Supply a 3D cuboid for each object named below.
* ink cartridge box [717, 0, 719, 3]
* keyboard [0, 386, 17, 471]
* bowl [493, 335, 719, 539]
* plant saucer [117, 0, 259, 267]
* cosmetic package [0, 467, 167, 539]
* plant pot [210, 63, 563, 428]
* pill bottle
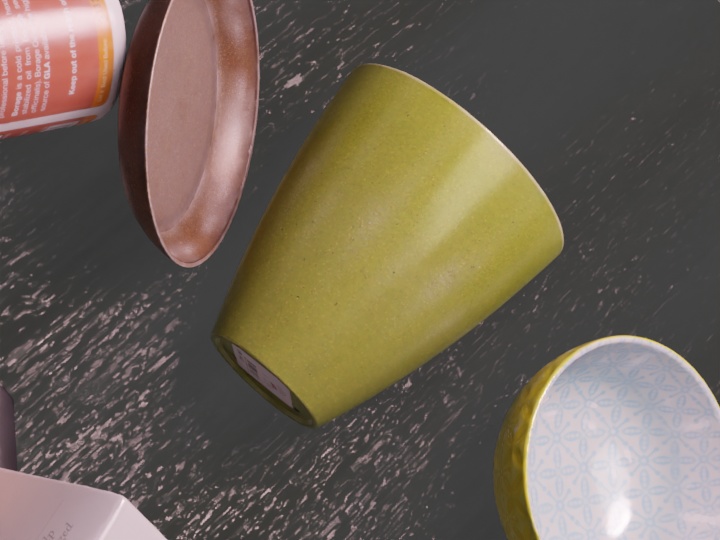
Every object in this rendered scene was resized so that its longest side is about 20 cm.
[{"bbox_3d":[0.371,-0.235,1.545,0.176,0.200,0.045,44,61,-22],"label":"ink cartridge box"},{"bbox_3d":[-0.244,0.169,1.158,0.104,0.040,0.201,0,82,-35],"label":"keyboard"},{"bbox_3d":[0.163,0.151,1.399,0.200,0.108,0.201,6,79,-34],"label":"bowl"},{"bbox_3d":[-0.110,-0.103,1.237,0.200,0.032,0.201,7,90,-74],"label":"plant saucer"},{"bbox_3d":[-0.170,0.236,1.096,0.200,0.165,0.165,52,58,-36],"label":"cosmetic package"},{"bbox_3d":[0.000,0.000,1.286,0.187,0.187,0.200,47,75,-20],"label":"plant pot"},{"bbox_3d":[-0.249,-0.129,1.154,0.200,0.112,0.113,-14,91,-36],"label":"pill bottle"}]
